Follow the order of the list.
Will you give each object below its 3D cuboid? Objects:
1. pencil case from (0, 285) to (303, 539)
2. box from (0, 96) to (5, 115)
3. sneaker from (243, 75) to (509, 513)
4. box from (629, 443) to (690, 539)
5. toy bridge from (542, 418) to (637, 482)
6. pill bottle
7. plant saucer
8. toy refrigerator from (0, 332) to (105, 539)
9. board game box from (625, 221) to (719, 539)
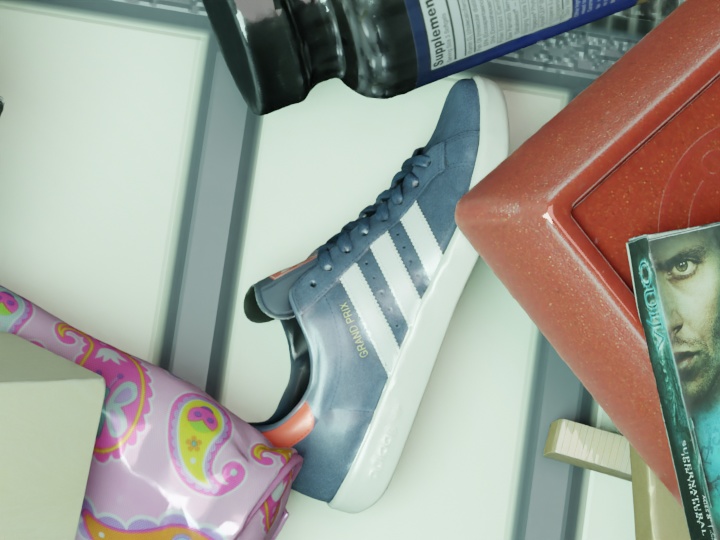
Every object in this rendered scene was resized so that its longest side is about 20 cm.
[{"bbox_3d":[-0.125,0.064,1.168,0.200,0.087,0.088,28,79,9],"label":"pencil case"},{"bbox_3d":[-0.259,-0.006,1.133,0.164,0.086,0.200,12,77,41],"label":"box"},{"bbox_3d":[0.000,0.000,1.207,0.084,0.075,0.200,22,80,-7],"label":"sneaker"},{"bbox_3d":[0.192,0.031,1.235,0.163,0.021,0.200,0,82,-18],"label":"box"},{"bbox_3d":[0.115,0.082,1.232,0.067,0.027,0.200,17,80,-5],"label":"toy bridge"},{"bbox_3d":[0.033,-0.141,1.214,0.200,0.112,0.112,-21,84,-8],"label":"pill bottle"},{"bbox_3d":[0.173,-0.012,1.203,0.200,0.037,0.200,-41,96,-21],"label":"plant saucer"},{"bbox_3d":[-0.196,0.068,1.039,0.070,0.200,0.076,22,105,39],"label":"toy refrigerator"},{"bbox_3d":[0.217,0.033,1.177,0.200,0.028,0.136,-12,86,-21],"label":"board game box"}]
